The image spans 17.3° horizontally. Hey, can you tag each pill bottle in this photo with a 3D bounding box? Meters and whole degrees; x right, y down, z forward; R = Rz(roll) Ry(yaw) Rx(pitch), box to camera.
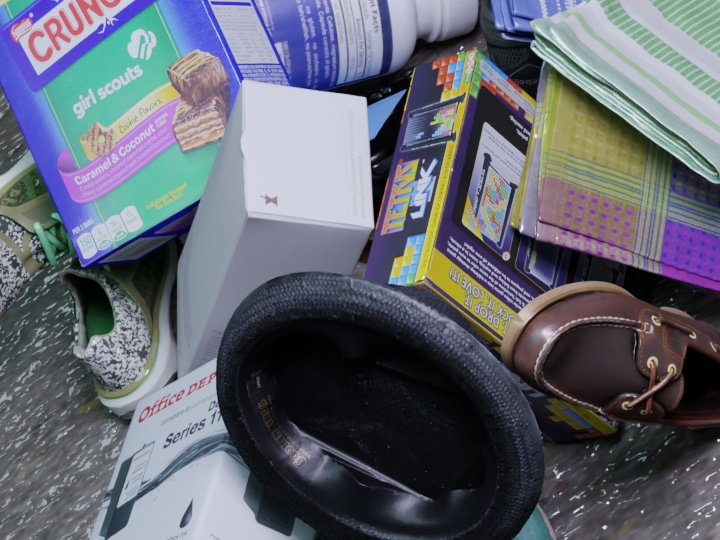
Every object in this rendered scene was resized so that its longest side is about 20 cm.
[{"bbox_3d":[-0.024,-0.189,1.690,0.200,0.120,0.120,-16,45,-14],"label":"pill bottle"}]

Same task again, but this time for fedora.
[{"bbox_3d":[0.021,0.068,1.342,0.200,0.201,0.092,-9,25,30],"label":"fedora"}]

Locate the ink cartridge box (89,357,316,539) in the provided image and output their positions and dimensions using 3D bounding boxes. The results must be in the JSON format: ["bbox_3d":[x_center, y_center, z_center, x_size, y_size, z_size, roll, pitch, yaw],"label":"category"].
[{"bbox_3d":[-0.096,0.157,1.450,0.147,0.083,0.200,-30,34,45],"label":"ink cartridge box"}]

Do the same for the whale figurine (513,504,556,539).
[{"bbox_3d":[0.021,0.195,1.412,0.200,0.104,0.159,-25,82,10],"label":"whale figurine"}]

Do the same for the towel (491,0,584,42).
[{"bbox_3d":[0.169,-0.186,1.561,0.024,0.200,0.145,124,148,-43],"label":"towel"}]

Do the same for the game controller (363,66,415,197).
[{"bbox_3d":[-0.002,-0.089,1.634,0.104,0.042,0.200,-14,18,19],"label":"game controller"}]

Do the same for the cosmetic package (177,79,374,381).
[{"bbox_3d":[-0.058,-0.015,1.499,0.200,0.085,0.108,117,156,-52],"label":"cosmetic package"}]

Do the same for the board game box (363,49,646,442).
[{"bbox_3d":[0.096,-0.012,1.464,0.057,0.200,0.166,-11,53,41],"label":"board game box"}]

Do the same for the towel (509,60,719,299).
[{"bbox_3d":[0.192,-0.056,1.459,0.023,0.200,0.144,132,151,-59],"label":"towel"}]

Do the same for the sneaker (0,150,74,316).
[{"bbox_3d":[-0.206,-0.043,1.671,0.088,0.077,0.200,16,58,25],"label":"sneaker"}]

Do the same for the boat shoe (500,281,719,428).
[{"bbox_3d":[0.164,0.054,1.379,0.070,0.200,0.070,43,114,36],"label":"boat shoe"}]

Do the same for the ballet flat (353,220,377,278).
[{"bbox_3d":[0.000,0.000,1.609,0.200,0.065,0.071,13,104,41],"label":"ballet flat"}]

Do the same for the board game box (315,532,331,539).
[{"bbox_3d":[-0.028,0.121,1.553,0.200,0.037,0.151,29,84,43],"label":"board game box"}]

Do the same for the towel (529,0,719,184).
[{"bbox_3d":[0.206,-0.135,1.479,0.152,0.200,0.023,38,127,14],"label":"towel"}]

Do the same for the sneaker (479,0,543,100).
[{"bbox_3d":[0.121,-0.159,1.640,0.076,0.114,0.200,-5,26,7],"label":"sneaker"}]

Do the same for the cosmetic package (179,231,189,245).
[{"bbox_3d":[-0.108,-0.088,1.752,0.102,0.074,0.200,-38,44,7],"label":"cosmetic package"}]

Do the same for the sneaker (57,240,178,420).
[{"bbox_3d":[-0.182,0.007,1.724,0.077,0.089,0.200,-28,47,16],"label":"sneaker"}]

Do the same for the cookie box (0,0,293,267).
[{"bbox_3d":[-0.147,-0.129,1.594,0.171,0.075,0.200,-29,81,25],"label":"cookie box"}]
